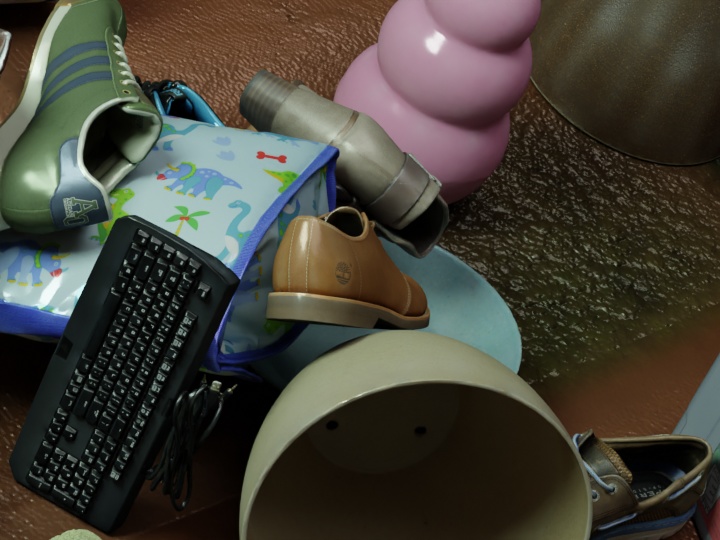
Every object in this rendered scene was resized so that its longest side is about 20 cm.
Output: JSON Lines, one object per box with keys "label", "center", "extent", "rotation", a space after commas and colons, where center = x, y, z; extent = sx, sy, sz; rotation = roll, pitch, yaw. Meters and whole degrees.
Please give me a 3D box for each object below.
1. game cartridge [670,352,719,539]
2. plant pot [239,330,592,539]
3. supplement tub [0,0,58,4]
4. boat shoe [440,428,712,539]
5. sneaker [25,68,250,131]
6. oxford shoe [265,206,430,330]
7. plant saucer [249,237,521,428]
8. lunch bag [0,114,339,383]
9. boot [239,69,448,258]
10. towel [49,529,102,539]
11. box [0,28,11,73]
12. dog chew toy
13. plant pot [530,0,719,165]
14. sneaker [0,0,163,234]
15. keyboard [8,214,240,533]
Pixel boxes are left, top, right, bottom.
{"label": "game cartridge", "center": [0.258, 0.139, 1.676], "extent": [0.041, 0.133, 0.200], "rotation": [5, 44, -26]}
{"label": "plant pot", "center": [0.021, 0.112, 1.539], "extent": [0.200, 0.201, 0.135], "rotation": [12, 28, -18]}
{"label": "supplement tub", "center": [-0.282, -0.248, 1.776], "extent": [0.200, 0.145, 0.145], "rotation": [-6, 50, -34]}
{"label": "boat shoe", "center": [0.135, 0.134, 1.658], "extent": [0.200, 0.072, 0.072], "rotation": [-12, 53, -38]}
{"label": "sneaker", "center": [-0.137, -0.100, 1.737], "extent": [0.200, 0.082, 0.073], "rotation": [34, 44, 25]}
{"label": "oxford shoe", "center": [0.000, 0.000, 1.574], "extent": [0.071, 0.072, 0.200], "rotation": [3, -3, 15]}
{"label": "plant saucer", "center": [0.001, 0.043, 1.695], "extent": [0.200, 0.039, 0.201], "rotation": [11, 37, -9]}
{"label": "lunch bag", "center": [-0.122, -0.005, 1.584], "extent": [0.170, 0.128, 0.200], "rotation": [9, 26, 18]}
{"label": "boot", "center": [-0.009, -0.061, 1.728], "extent": [0.146, 0.070, 0.200], "rotation": [37, -3, 8]}
{"label": "towel", "center": [-0.152, 0.232, 1.419], "extent": [0.148, 0.037, 0.200], "rotation": [-15, 56, -39]}
{"label": "box", "center": [-0.320, -0.083, 1.514], "extent": [0.200, 0.166, 0.165], "rotation": [22, 81, -7]}
{"label": "dog chew toy", "center": [0.059, -0.138, 1.807], "extent": [0.124, 0.200, 0.125], "rotation": [15, 41, -14]}
{"label": "plant pot", "center": [0.242, -0.215, 1.996], "extent": [0.186, 0.200, 0.187], "rotation": [15, 41, -14]}
{"label": "sneaker", "center": [-0.153, -0.091, 1.560], "extent": [0.090, 0.067, 0.200], "rotation": [3, 43, 18]}
{"label": "keyboard", "center": [-0.125, 0.070, 1.477], "extent": [0.104, 0.200, 0.040], "rotation": [26, 34, -1]}
